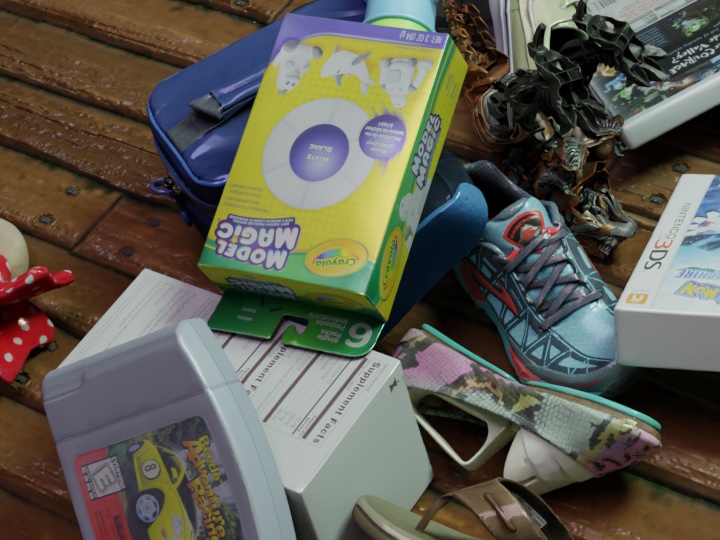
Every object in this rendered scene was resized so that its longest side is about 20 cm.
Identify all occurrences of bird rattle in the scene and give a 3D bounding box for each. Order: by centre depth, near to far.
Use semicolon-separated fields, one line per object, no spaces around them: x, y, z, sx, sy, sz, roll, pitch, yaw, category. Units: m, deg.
-0.293;-0.002;1.537;0.198;0.113;0.163;-7;29;8;bird rattle

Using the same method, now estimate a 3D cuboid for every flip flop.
0.093;0.149;1.256;0.198;0.081;0.058;9;90;22;flip flop

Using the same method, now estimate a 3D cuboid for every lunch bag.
-0.050;-0.092;1.511;0.199;0.133;0.136;-29;45;-11;lunch bag

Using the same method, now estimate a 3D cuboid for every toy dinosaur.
0.112;-0.101;1.422;0.136;0.200;0.103;-35;23;51;toy dinosaur

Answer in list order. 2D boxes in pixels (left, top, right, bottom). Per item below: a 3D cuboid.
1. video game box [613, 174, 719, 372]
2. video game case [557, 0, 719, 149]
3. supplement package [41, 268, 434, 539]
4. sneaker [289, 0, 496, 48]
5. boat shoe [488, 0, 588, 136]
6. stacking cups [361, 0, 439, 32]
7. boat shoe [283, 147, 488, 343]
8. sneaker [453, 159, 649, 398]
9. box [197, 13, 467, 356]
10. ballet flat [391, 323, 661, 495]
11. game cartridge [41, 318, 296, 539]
0.269;0.002;1.337;0.198;0.047;0.182;3;32;21;video game box
0.242;-0.175;1.531;0.199;0.023;0.182;-27;33;2;video game case
-0.073;0.098;1.347;0.199;0.114;0.110;18;54;32;supplement package
0.030;-0.218;1.618;0.198;0.116;0.075;-6;45;13;sneaker
0.130;-0.161;1.530;0.062;0.072;0.202;-16;63;40;boat shoe
0.025;-0.164;1.445;0.060;0.061;0.201;-3;56;16;stacking cups
0.000;0.000;1.417;0.199;0.084;0.069;-36;50;18;boat shoe
0.105;0.004;1.390;0.079;0.096;0.200;-32;46;-11;sneaker
-0.020;-0.052;1.331;0.116;0.048;0.201;9;72;24;box
0.090;0.093;1.339;0.199;0.069;0.071;22;75;39;ballet flat
-0.102;0.136;1.262;0.132;0.201;0.041;-21;-5;31;game cartridge
